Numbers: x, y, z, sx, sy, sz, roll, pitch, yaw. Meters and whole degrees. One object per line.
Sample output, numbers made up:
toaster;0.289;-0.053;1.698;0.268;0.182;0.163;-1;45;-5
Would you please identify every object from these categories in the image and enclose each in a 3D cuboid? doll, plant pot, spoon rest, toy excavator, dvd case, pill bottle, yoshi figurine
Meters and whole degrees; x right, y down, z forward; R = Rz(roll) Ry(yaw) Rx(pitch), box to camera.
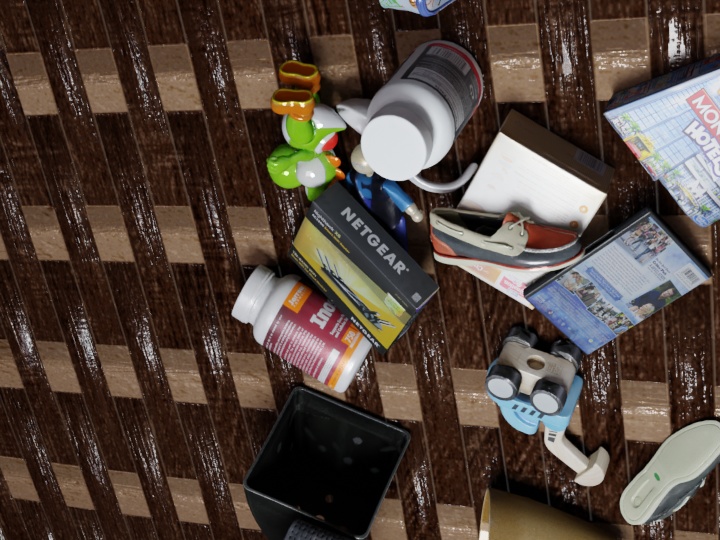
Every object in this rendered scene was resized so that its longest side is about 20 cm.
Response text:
doll;0.029;-0.082;1.575;0.135;0.048;0.202;20;138;40
plant pot;-0.056;0.338;1.813;0.197;0.201;0.179;21;138;10
spoon rest;0.052;-0.158;1.525;0.198;0.099;0.061;30;84;1
toy excavator;0.264;0.199;1.651;0.192;0.100;0.202;18;138;15
dvd case;0.324;0.016;1.499;0.199;0.018;0.142;-36;122;26
pill bottle;-0.081;0.079;1.706;0.198;0.113;0.114;31;127;3
yoshi figurine;-0.088;-0.171;1.556;0.112;0.111;0.202;48;158;37
pill bottle;0.071;-0.190;1.421;0.109;0.201;0.112;12;125;17
plant pot;0.273;0.427;1.737;0.196;0.187;0.189;7;123;3

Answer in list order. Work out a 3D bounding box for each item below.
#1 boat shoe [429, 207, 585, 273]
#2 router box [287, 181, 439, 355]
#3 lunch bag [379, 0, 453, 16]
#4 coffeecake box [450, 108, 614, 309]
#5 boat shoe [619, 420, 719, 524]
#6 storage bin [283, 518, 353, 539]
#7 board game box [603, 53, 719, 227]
boat shoe;0.177;-0.042;1.458;0.197;0.071;0.064;5;119;26
router box;0.000;0.000;1.603;0.200;0.052;0.158;46;150;9
lunch bag;0.084;-0.378;1.302;0.074;0.200;0.163;16;126;24
coffeecake box;0.206;-0.075;1.510;0.152;0.073;0.202;30;127;3
boat shoe;0.444;0.279;1.639;0.067;0.072;0.201;15;126;-31
storage bin;-0.067;0.462;1.700;0.092;0.137;0.201;17;150;16
board game box;0.421;-0.168;1.367;0.199;0.062;0.201;-34;102;36
